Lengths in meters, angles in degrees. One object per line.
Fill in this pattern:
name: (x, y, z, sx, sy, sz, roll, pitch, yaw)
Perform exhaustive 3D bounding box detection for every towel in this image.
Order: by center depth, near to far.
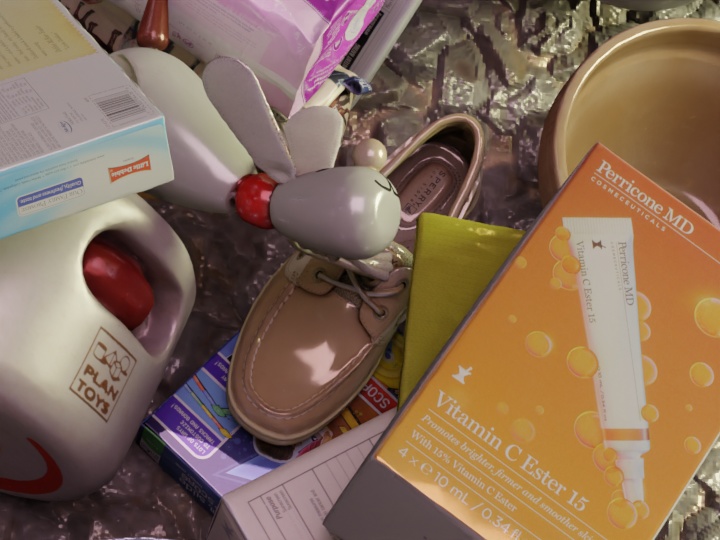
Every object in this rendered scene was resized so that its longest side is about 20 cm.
towel: (0.058, 0.071, 1.220, 0.086, 0.018, 0.200, 11, 65, -11)

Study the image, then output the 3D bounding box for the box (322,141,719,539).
box: (0.094, 0.063, 1.169, 0.124, 0.098, 0.200, 35, 63, 2)

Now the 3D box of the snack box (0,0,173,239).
snack box: (-0.178, -0.081, 1.155, 0.116, 0.037, 0.200, -20, 37, -19)

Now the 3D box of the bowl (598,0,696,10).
bowl: (0.133, -0.219, 1.405, 0.201, 0.090, 0.201, 22, 52, -31)

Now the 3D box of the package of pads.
package of pads: (-0.082, -0.179, 1.292, 0.200, 0.076, 0.121, 34, 56, 3)

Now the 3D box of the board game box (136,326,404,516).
board game box: (0.002, 0.107, 1.307, 0.200, 0.034, 0.135, 44, 68, 8)

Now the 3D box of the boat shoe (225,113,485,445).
boat shoe: (0.000, 0.000, 1.294, 0.072, 0.065, 0.200, 36, 65, 5)

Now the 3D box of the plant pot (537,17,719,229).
plant pot: (0.177, -0.025, 1.349, 0.200, 0.093, 0.201, 9, 62, -18)

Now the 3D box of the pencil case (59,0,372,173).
pencil case: (-0.092, -0.126, 1.348, 0.200, 0.089, 0.078, 38, 81, 5)

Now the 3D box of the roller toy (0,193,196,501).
roller toy: (-0.182, 0.023, 1.223, 0.182, 0.200, 0.140, 26, 67, -7)

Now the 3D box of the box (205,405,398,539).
box: (0.033, 0.115, 1.248, 0.200, 0.078, 0.095, -25, 75, -18)

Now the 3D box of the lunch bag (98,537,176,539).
lunch bag: (-0.138, 0.200, 1.175, 0.199, 0.170, 0.127, -8, 70, -14)

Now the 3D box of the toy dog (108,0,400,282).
toy dog: (-0.062, -0.073, 1.214, 0.200, 0.132, 0.097, 19, 88, 10)

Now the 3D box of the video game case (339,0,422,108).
video game case: (-0.030, -0.212, 1.350, 0.182, 0.200, 0.022, 36, 30, 4)
